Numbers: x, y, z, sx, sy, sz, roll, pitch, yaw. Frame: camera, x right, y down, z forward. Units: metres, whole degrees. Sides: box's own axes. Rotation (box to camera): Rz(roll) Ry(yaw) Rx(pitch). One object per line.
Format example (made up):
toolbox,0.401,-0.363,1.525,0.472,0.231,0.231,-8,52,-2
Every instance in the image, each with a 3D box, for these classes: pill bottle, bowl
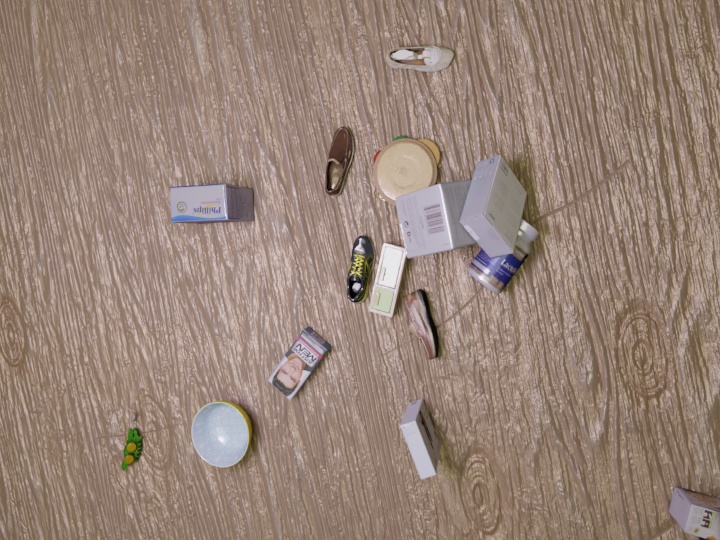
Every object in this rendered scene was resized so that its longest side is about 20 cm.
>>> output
pill bottle,0.394,-0.047,1.461,0.115,0.116,0.202,36,100,8
bowl,-0.419,0.500,1.673,0.195,0.108,0.206,1,93,13

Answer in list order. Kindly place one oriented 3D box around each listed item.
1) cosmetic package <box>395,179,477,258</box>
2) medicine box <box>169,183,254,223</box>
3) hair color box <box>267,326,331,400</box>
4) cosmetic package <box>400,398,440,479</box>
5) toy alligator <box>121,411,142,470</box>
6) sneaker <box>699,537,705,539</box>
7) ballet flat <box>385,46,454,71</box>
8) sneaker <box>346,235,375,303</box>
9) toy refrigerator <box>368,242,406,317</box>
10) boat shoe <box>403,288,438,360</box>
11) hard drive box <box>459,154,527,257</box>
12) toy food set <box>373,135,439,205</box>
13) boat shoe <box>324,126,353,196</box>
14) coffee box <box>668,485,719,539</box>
cosmetic package,0.227,-0.139,1.422,0.164,0.197,0.172,-11,91,48
medicine box,-0.439,-0.196,1.591,0.177,0.200,0.106,-2,93,12
hair color box,-0.187,0.285,1.635,0.098,0.061,0.202,37,101,8
cosmetic package,0.173,0.468,1.495,0.051,0.200,0.154,-20,90,13
toy alligator,-0.757,0.574,1.782,0.053,0.059,0.205,11,96,-31
sneaker,0.979,0.773,1.402,0.112,0.076,0.203,-24,91,10
ballet flat,0.167,-0.603,1.507,0.194,0.062,0.069,1,94,12
sneaker,0.000,0.000,1.565,0.072,0.085,0.206,5,94,11
toy refrigerator,0.084,0.026,1.556,0.074,0.070,0.205,14,97,11
boat shoe,0.176,0.160,1.548,0.072,0.075,0.205,-17,82,18
hard drive box,0.349,-0.166,1.375,0.076,0.156,0.203,-11,46,45
toy food set,0.128,-0.286,1.540,0.193,0.049,0.206,8,95,12
boat shoe,-0.065,-0.323,1.566,0.073,0.075,0.208,9,95,11
coffee box,0.935,0.649,1.383,0.195,0.114,0.082,13,95,12
